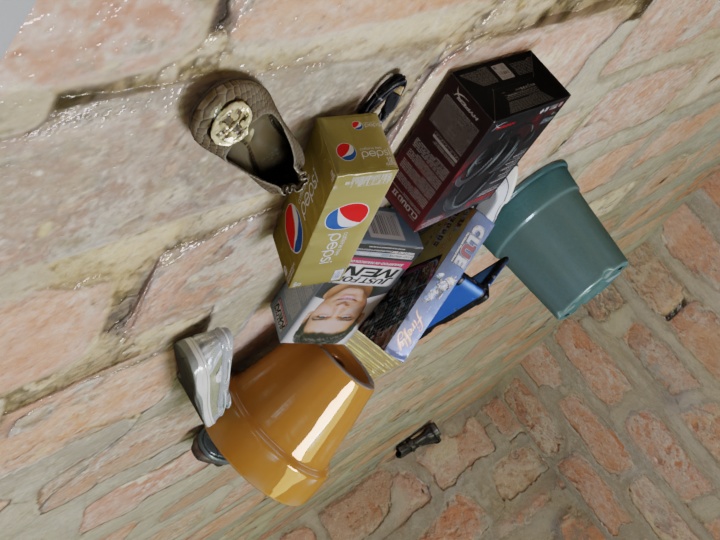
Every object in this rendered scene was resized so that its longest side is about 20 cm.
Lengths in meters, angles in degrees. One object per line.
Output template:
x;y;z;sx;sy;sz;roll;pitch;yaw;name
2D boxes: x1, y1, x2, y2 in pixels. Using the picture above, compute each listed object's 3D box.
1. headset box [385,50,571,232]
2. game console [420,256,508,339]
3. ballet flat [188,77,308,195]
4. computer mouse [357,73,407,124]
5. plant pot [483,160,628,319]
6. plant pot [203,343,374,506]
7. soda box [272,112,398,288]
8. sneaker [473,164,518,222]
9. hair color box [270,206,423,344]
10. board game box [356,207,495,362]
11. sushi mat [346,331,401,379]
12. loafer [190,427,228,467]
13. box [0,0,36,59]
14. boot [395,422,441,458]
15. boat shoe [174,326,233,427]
0.120;-0.138;1.063;0.148;0.077;0.201;-24;157;-42;headset box
0.095;0.026;1.395;0.170;0.119;0.199;32;131;-29;game console
-0.082;-0.100;0.773;0.067;0.047;0.200;-39;164;1;ballet flat
0.011;-0.119;0.951;0.058;0.034;0.201;-28;161;-28;computer mouse
0.322;-0.040;1.563;0.199;0.197;0.201;-33;164;-11;plant pot
-0.085;0.180;1.289;0.183;0.200;0.200;-47;163;8;plant pot
-0.030;-0.064;0.927;0.063;0.068;0.201;-8;152;-24;soda box
0.170;-0.086;1.326;0.071;0.073;0.200;-36;169;-30;sneaker
-0.021;0.009;1.133;0.098;0.061;0.200;4;141;-33;hair color box
0.070;0.005;1.182;0.201;0.034;0.135;-56;-155;-1;board game box
-0.022;0.111;1.373;0.095;0.012;0.200;-32;137;17;sushi mat
-0.213;0.279;1.504;0.063;0.072;0.200;-36;168;18;loafer
-0.190;-0.141;0.265;0.200;0.131;0.198;-45;163;24;box
0.198;0.610;3.362;0.173;0.070;0.200;-30;159;-7;boot
-0.182;0.130;1.150;0.064;0.075;0.203;-27;155;-18;boat shoe
